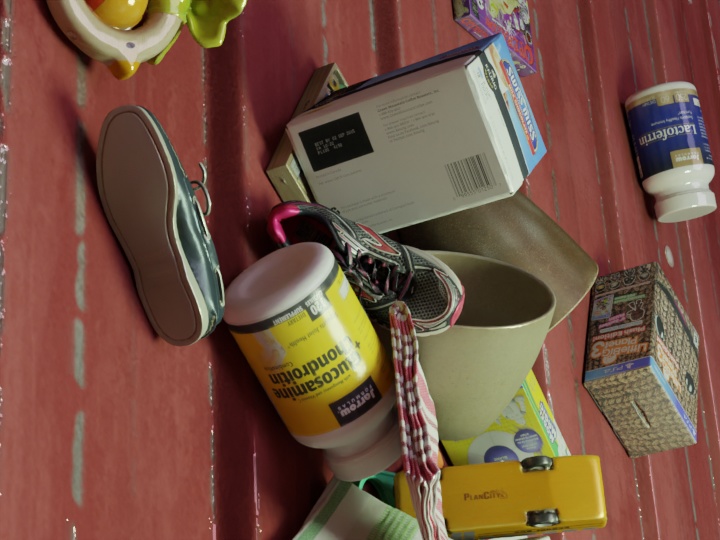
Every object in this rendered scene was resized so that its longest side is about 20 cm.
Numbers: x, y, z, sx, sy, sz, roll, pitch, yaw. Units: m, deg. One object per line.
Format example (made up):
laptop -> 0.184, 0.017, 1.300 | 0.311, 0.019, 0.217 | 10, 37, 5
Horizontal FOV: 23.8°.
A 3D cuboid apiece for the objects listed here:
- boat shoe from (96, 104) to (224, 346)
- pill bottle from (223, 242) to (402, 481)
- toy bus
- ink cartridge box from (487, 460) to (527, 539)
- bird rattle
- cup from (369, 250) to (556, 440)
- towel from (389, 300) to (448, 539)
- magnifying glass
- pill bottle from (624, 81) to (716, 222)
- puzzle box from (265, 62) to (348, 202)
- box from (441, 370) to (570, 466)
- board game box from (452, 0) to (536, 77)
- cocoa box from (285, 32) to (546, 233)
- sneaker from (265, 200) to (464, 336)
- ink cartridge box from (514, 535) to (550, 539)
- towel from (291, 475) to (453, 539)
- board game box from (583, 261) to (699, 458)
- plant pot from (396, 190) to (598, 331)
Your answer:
boat shoe -> -0.156, -0.041, 1.387 | 0.062, 0.074, 0.202 | -37, 110, -60
pill bottle -> -0.033, 0.084, 1.510 | 0.201, 0.111, 0.112 | 61, 29, -23
toy bus -> 0.134, 0.220, 1.636 | 0.078, 0.198, 0.066 | 73, 11, -72
ink cartridge box -> 0.125, 0.306, 1.740 | 0.116, 0.067, 0.202 | -9, 84, -62
bird rattle -> -0.195, -0.252, 1.412 | 0.201, 0.112, 0.164 | 54, 49, -28
cup -> 0.086, 0.082, 1.689 | 0.200, 0.199, 0.145 | -40, 139, -61
towel -> 0.056, 0.145, 1.505 | 0.147, 0.030, 0.201 | 76, 7, -46
magnifying glass -> 0.036, 0.216, 1.671 | 0.200, 0.022, 0.080 | -29, 101, -64
pill bottle -> 0.487, -0.183, 2.658 | 0.115, 0.115, 0.202 | 9, 67, -61
puzzle box -> -0.029, -0.104, 1.722 | 0.134, 0.025, 0.201 | 60, 30, -27
box -> 0.158, 0.197, 1.809 | 0.201, 0.117, 0.048 | 62, 27, -23
board game box -> 0.173, -0.346, 2.247 | 0.200, 0.032, 0.121 | 28, 56, -56
cocoa box -> 0.056, -0.127, 1.647 | 0.134, 0.199, 0.131 | 68, 27, -12
sneaker -> 0.000, 0.000, 1.557 | 0.081, 0.199, 0.075 | -65, 169, 1
ink cartridge box -> 0.103, 0.340, 1.588 | 0.199, 0.084, 0.147 | -10, 83, -41
towel -> 0.039, 0.260, 1.499 | 0.149, 0.199, 0.031 | -51, 165, -58
board game box -> 0.383, 0.120, 2.309 | 0.160, 0.096, 0.201 | 54, 32, -34
plant pot -> 0.123, -0.028, 1.831 | 0.200, 0.186, 0.187 | 52, 31, -12
